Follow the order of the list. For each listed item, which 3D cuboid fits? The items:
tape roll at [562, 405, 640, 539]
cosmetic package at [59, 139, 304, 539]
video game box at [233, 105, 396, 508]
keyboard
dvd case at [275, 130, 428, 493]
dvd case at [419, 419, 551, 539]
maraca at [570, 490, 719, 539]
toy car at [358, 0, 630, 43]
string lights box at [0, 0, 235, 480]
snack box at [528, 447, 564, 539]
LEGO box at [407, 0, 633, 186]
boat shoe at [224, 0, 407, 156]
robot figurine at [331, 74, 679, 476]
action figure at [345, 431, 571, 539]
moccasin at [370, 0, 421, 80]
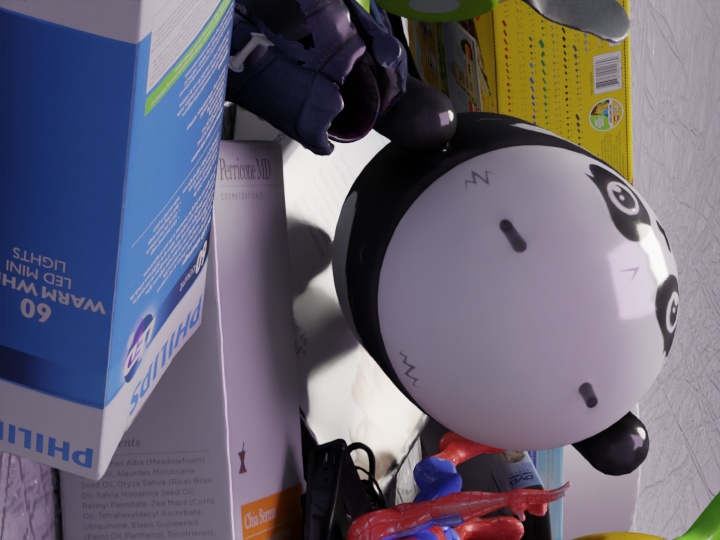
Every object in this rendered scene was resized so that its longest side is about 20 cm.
[{"bbox_3d":[0.095,0.057,1.578,0.202,0.070,0.204,172,-90,-82],"label":"tape roll"},{"bbox_3d":[-0.069,0.051,1.101,0.101,0.071,0.201,-10,96,-75],"label":"cosmetic package"},{"bbox_3d":[-0.020,0.024,1.344,0.182,0.047,0.201,63,28,-62],"label":"video game box"},{"bbox_3d":[-0.002,0.153,1.167,0.201,0.039,0.104,71,20,-43],"label":"keyboard"},{"bbox_3d":[0.000,0.000,1.260,0.143,0.017,0.200,60,36,-21],"label":"dvd case"},{"bbox_3d":[0.058,0.103,1.363,0.200,0.017,0.143,-116,-165,-53],"label":"dvd case"},{"bbox_3d":[0.109,0.164,1.231,0.200,0.107,0.137,-38,161,-38],"label":"maraca"},{"bbox_3d":[0.058,-0.171,1.271,0.199,0.157,0.165,14,72,-42],"label":"toy car"},{"bbox_3d":[-0.087,-0.042,0.949,0.103,0.059,0.201,-60,163,-53],"label":"string lights box"},{"bbox_3d":[0.057,0.035,1.456,0.200,0.037,0.117,-116,-161,-51],"label":"snack box"},{"bbox_3d":[0.078,-0.137,1.459,0.149,0.077,0.201,-120,-159,-54],"label":"LEGO box"},{"bbox_3d":[-0.034,-0.078,1.123,0.093,0.075,0.200,50,-9,5],"label":"boat shoe"},{"bbox_3d":[0.057,0.001,1.149,0.200,0.149,0.125,-135,-116,-77],"label":"robot figurine"},{"bbox_3d":[0.053,0.107,1.138,0.200,0.098,0.066,-31,114,-70],"label":"action figure"},{"bbox_3d":[0.003,-0.159,1.421,0.080,0.068,0.201,-53,136,-68],"label":"moccasin"}]
